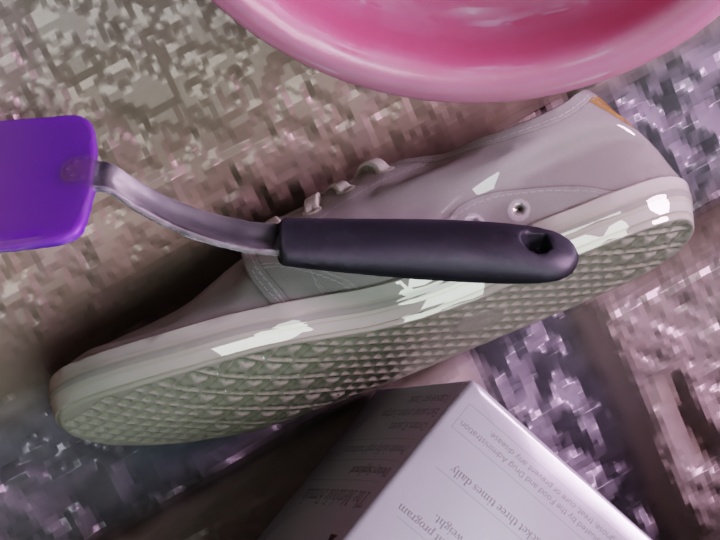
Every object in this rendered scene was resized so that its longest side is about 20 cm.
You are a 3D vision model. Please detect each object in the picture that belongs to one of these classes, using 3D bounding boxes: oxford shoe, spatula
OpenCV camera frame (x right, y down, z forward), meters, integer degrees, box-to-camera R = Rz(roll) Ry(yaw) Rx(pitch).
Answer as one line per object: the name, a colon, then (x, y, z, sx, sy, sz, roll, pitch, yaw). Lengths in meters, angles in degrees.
oxford shoe: (0.000, 0.000, 0.827, 0.199, 0.075, 0.058, -22, 73, -4)
spatula: (-0.037, -0.015, 0.777, 0.199, 0.057, 0.021, 8, 133, -7)

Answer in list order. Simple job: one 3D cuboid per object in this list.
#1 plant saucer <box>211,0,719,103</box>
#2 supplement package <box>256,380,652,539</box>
plant saucer: (0.031, -0.144, 0.749, 0.200, 0.051, 0.201, 2, 120, 3)
supplement package: (-0.004, 0.143, 0.807, 0.109, 0.114, 0.200, 41, 78, -8)
